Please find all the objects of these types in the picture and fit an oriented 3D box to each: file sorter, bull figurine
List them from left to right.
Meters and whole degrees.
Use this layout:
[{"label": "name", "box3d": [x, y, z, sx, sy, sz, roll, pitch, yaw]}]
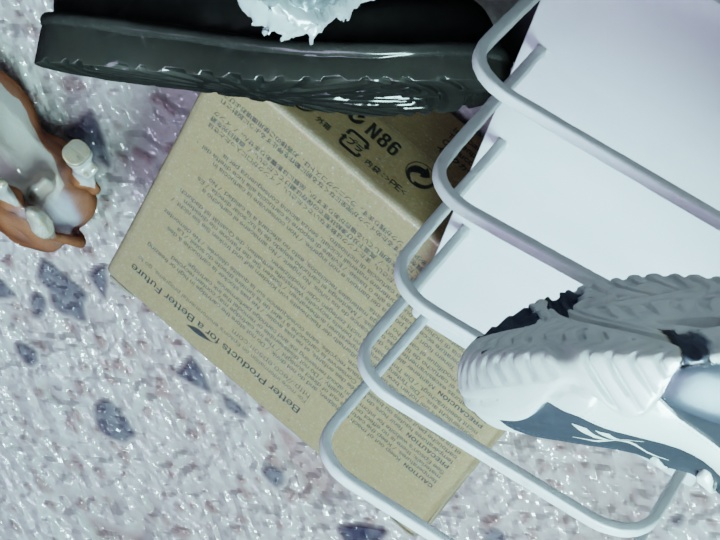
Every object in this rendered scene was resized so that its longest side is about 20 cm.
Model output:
[{"label": "bull figurine", "box3d": [-0.211, -0.085, 1.018, 0.200, 0.065, 0.121, 39, 170, -4]}, {"label": "file sorter", "box3d": [0.085, 0.004, 0.742, 0.138, 0.125, 0.201, 31, 130, 11]}]

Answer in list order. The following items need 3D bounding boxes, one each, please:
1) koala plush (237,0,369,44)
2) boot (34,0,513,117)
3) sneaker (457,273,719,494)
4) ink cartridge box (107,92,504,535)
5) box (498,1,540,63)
[{"label": "koala plush", "box3d": [0.015, -0.183, 0.642, 0.183, 0.200, 0.178, 24, 133, 18]}, {"label": "boot", "box3d": [-0.034, -0.150, 0.815, 0.209, 0.079, 0.159, 8, 89, 12]}, {"label": "sneaker", "box3d": [0.131, 0.071, 0.623, 0.197, 0.080, 0.131, -4, 106, 10]}, {"label": "ink cartridge box", "box3d": [0.000, 0.000, 0.930, 0.200, 0.075, 0.165, 40, 137, 4]}, {"label": "box", "box3d": [0.179, -0.073, 0.761, 0.200, 0.050, 0.198, 49, 138, -2]}]
